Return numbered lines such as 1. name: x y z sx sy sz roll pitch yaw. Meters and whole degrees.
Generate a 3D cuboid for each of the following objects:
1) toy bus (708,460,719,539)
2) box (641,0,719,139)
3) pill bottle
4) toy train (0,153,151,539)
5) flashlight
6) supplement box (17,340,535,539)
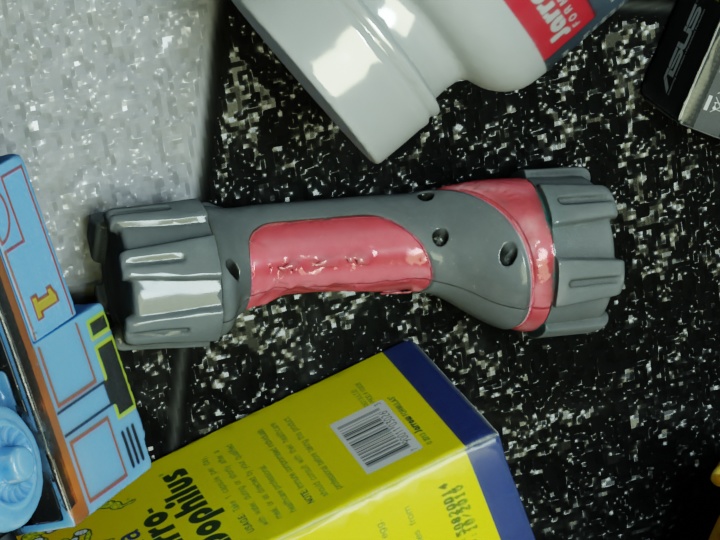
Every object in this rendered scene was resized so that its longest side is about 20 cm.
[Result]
1. toy bus: 0.186 0.121 1.186 0.200 0.135 0.193 -1 108 -59
2. box: 0.223 -0.131 1.192 0.159 0.044 0.201 17 103 -23
3. pill bottle: 0.052 -0.137 1.093 0.200 0.120 0.120 -41 116 0
4. toy train: -0.154 0.014 1.085 0.086 0.114 0.201 -11 105 32
5. flashlight: 0.000 0.000 1.149 0.199 0.068 0.068 -6 88 -20
6. supplement box: -0.034 0.130 1.165 0.199 0.110 0.109 -25 114 -9
